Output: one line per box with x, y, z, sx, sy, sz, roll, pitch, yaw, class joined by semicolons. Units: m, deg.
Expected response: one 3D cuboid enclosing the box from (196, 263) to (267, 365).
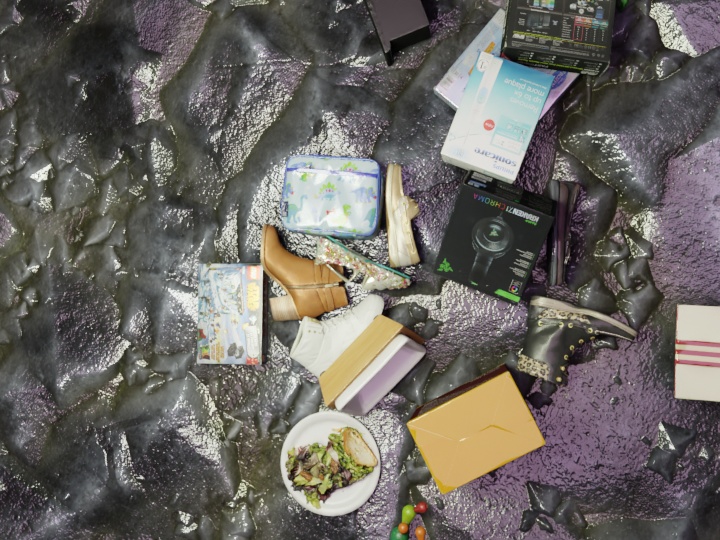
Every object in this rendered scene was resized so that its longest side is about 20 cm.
-0.256;0.086;1.499;0.136;0.040;0.202;0;87;10;box

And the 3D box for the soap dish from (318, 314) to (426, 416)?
0.022;0.177;1.401;0.200;0.157;0.081;-47;65;3;soap dish

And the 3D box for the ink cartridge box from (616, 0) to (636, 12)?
0.459;-0.598;1.372;0.083;0.147;0.201;-37;82;6;ink cartridge box

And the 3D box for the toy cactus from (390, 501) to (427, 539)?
0.085;0.544;1.412;0.164;0.102;0.202;-15;87;26;toy cactus

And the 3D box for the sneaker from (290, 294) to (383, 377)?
-0.050;0.109;1.432;0.115;0.074;0.201;35;94;-19;sneaker

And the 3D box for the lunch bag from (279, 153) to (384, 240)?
-0.055;-0.146;1.461;0.198;0.082;0.162;7;86;8;lunch bag

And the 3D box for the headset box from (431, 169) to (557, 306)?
0.241;-0.055;1.372;0.173;0.093;0.201;22;119;8;headset box

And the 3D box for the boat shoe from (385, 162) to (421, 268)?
0.084;-0.107;1.445;0.068;0.074;0.202;-3;94;3;boat shoe

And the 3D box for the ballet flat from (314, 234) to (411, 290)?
0.000;0.000;1.438;0.199;0.076;0.064;26;88;-5;ballet flat

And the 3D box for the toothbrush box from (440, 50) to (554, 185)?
0.250;-0.276;1.376;0.145;0.085;0.201;22;93;9;toothbrush box

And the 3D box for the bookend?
0.107;-0.536;1.448;0.199;0.092;0.200;-21;86;6;bookend

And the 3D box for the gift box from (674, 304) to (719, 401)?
0.643;0.136;1.294;0.185;0.200;0.186;2;91;24;gift box

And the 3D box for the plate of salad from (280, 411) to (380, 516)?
-0.061;0.376;1.452;0.198;0.048;0.202;0;88;8;plate of salad

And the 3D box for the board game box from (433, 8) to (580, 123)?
0.279;-0.360;1.439;0.199;0.041;0.200;42;94;8;board game box

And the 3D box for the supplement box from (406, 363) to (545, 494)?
0.206;0.275;1.339;0.196;0.200;0.134;-28;83;6;supplement box

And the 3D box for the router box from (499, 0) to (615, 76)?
0.364;-0.453;1.385;0.198;0.062;0.151;10;79;2;router box

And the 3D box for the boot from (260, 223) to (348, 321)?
-0.110;-0.006;1.467;0.153;0.074;0.202;-12;96;3;boot

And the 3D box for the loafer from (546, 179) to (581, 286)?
0.382;-0.070;1.397;0.062;0.072;0.202;1;84;4;loafer

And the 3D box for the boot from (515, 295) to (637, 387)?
0.392;0.141;1.381;0.198;0.073;0.152;18;89;13;boot
